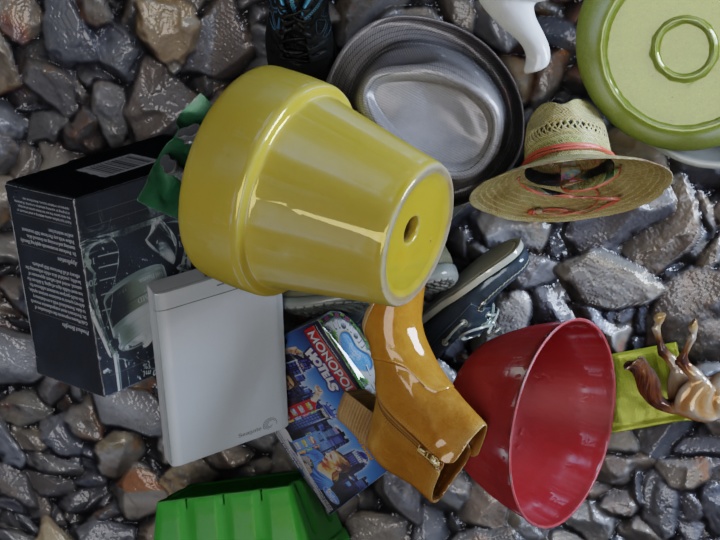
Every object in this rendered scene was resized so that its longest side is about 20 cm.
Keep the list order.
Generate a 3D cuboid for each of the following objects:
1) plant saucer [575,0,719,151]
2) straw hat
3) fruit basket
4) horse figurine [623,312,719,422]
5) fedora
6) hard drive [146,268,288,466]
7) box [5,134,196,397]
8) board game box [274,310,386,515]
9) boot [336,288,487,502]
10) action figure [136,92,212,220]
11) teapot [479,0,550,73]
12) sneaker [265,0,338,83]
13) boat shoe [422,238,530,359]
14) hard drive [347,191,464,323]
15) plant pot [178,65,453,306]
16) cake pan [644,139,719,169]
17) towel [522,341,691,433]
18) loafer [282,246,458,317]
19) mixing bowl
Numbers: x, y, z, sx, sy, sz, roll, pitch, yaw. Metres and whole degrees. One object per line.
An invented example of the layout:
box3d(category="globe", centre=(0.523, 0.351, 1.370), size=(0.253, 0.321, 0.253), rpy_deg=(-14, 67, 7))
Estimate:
box3d(category="plant saucer", centre=(0.289, -0.200, 1.324), size=(0.198, 0.031, 0.202), rpy_deg=(5, 111, 12))
box3d(category="straw hat", centre=(0.190, -0.111, 1.369), size=(0.199, 0.201, 0.086), rpy_deg=(-7, 76, 17))
box3d(category="fruit basket", centre=(-0.119, 0.329, 1.593), size=(0.213, 0.155, 0.218), rpy_deg=(1, 95, 17))
box3d(category="horse figurine", centre=(0.353, 0.101, 1.440), size=(0.198, 0.050, 0.134), rpy_deg=(-8, 108, 4))
box3d(category="fedora", centre=(0.059, -0.146, 1.391), size=(0.199, 0.090, 0.178), rpy_deg=(32, 97, -2))
box3d(category="hard drive", centre=(-0.135, 0.086, 1.446), size=(0.131, 0.027, 0.202), rpy_deg=(-17, 125, -25))
box3d(category="box", centre=(-0.222, -0.010, 1.462), size=(0.123, 0.199, 0.199), rpy_deg=(14, 117, 42))
box3d(category="board game box", centre=(-0.006, 0.133, 1.511), size=(0.199, 0.062, 0.201), rpy_deg=(-24, 102, 42))
box3d(category="boot", centre=(0.063, 0.099, 1.369), size=(0.144, 0.071, 0.203), rpy_deg=(33, 115, 30))
box3d(category="action figure", centre=(-0.111, -0.065, 1.435), size=(0.200, 0.055, 0.119), rpy_deg=(38, 80, -38))
box3d(category="teapot", centre=(0.170, -0.314, 1.291), size=(0.145, 0.199, 0.200), rpy_deg=(24, 139, -25))
box3d(category="sneaker", centre=(-0.063, -0.242, 1.414), size=(0.072, 0.082, 0.202), rpy_deg=(5, 112, 11))
box3d(category="boat shoe", centre=(0.101, 0.045, 1.479), size=(0.200, 0.075, 0.062), rpy_deg=(-41, 94, 25))
box3d(category="hard drive", centre=(-0.006, -0.048, 1.496), size=(0.139, 0.033, 0.200), rpy_deg=(41, 114, -3))
box3d(category="plant pot", centre=(-0.028, -0.060, 1.306), size=(0.188, 0.200, 0.203), rpy_deg=(20, 114, 25))
box3d(category="cake pan", centre=(0.329, -0.194, 1.353), size=(0.198, 0.037, 0.202), rpy_deg=(5, 111, 13))
box3d(category="towel", centre=(0.231, 0.130, 1.507), size=(0.198, 0.018, 0.087), rpy_deg=(-12, 107, 18))
box3d(category="loafer", centre=(0.000, 0.000, 1.465), size=(0.198, 0.075, 0.070), rpy_deg=(-12, 76, 19))
box3d(category="mixing bowl", centre=(0.154, 0.138, 1.439), size=(0.108, 0.199, 0.202), rpy_deg=(10, 114, 37))
